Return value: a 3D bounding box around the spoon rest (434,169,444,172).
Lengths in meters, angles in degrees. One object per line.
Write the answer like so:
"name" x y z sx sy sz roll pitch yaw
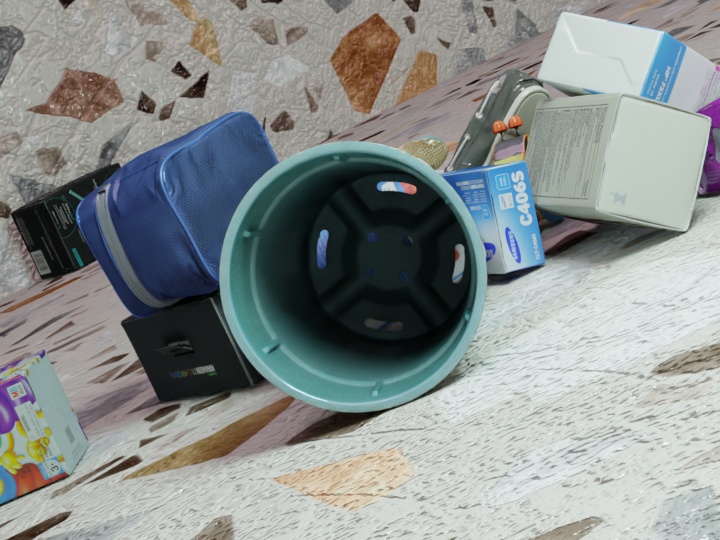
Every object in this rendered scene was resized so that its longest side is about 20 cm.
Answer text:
"spoon rest" 0.096 -0.091 2.019 0.099 0.061 0.200 -2 -6 -33

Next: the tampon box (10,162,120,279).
"tampon box" -0.541 -0.096 3.477 0.126 0.150 0.200 -14 14 47

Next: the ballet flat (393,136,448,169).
"ballet flat" 0.030 -0.120 2.443 0.200 0.071 0.065 -23 36 28

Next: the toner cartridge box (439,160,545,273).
"toner cartridge box" 0.098 -0.046 1.657 0.043 0.095 0.200 -14 4 -22

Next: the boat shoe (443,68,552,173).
"boat shoe" 0.125 -0.114 1.835 0.200 0.067 0.057 -58 42 17

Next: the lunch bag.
"lunch bag" -0.159 -0.054 1.666 0.132 0.136 0.200 -20 11 34

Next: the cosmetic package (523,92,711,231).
"cosmetic package" 0.213 -0.092 1.544 0.087 0.104 0.200 13 2 -14

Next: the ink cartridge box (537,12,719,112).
"ink cartridge box" 0.267 -0.163 1.625 0.116 0.067 0.200 19 -1 42

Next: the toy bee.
"toy bee" 0.147 -0.089 1.755 0.131 0.109 0.200 -22 11 4

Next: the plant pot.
"plant pot" 0.009 -0.002 1.412 0.200 0.200 0.196 -23 1 10

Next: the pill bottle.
"pill bottle" 0.000 0.000 1.571 0.200 0.112 0.112 -34 7 10

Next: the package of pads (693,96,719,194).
"package of pads" 0.379 -0.141 1.555 0.200 0.076 0.120 -29 7 -26

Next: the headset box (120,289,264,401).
"headset box" -0.106 0.041 1.718 0.200 0.093 0.174 -32 11 -35

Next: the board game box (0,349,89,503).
"board game box" -0.367 0.166 1.645 0.200 0.103 0.105 -24 9 4
